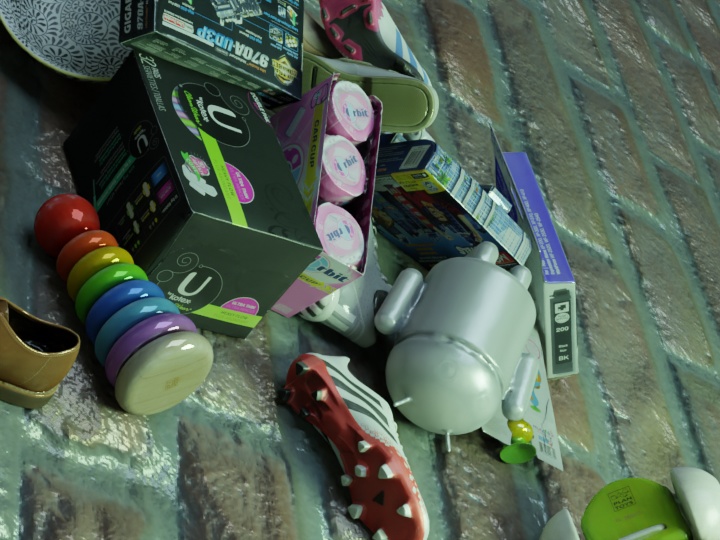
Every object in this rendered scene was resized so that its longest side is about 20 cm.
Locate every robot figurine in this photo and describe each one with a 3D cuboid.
[{"bbox_3d":[0.093,0.069,1.675,0.169,0.113,0.201,33,55,-6],"label":"robot figurine"}]

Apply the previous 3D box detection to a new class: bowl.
[{"bbox_3d":[-0.244,-0.247,1.681,0.198,0.094,0.203,4,68,-9],"label":"bowl"}]

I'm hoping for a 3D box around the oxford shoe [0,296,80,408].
[{"bbox_3d":[-0.293,0.039,1.298,0.199,0.071,0.072,16,40,-38],"label":"oxford shoe"}]

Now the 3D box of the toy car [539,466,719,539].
[{"bbox_3d":[0.267,0.288,1.627,0.150,0.173,0.201,65,4,-49],"label":"toy car"}]

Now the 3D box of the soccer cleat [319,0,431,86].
[{"bbox_3d":[0.018,-0.236,1.960,0.201,0.069,0.086,61,8,22],"label":"soccer cleat"}]

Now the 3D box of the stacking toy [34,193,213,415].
[{"bbox_3d":[-0.198,0.016,1.447,0.085,0.086,0.201,3,44,-50],"label":"stacking toy"}]

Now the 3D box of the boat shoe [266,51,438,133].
[{"bbox_3d":[-0.022,-0.171,1.764,0.198,0.076,0.068,14,8,8],"label":"boat shoe"}]

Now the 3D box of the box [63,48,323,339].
[{"bbox_3d":[-0.148,-0.065,1.567,0.148,0.124,0.201,15,38,-41],"label":"box"}]

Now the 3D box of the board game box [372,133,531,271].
[{"bbox_3d":[0.087,-0.054,1.828,0.200,0.199,0.062,42,68,-25],"label":"board game box"}]

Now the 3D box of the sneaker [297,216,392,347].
[{"bbox_3d":[0.000,0.000,1.739,0.115,0.075,0.201,37,39,-22],"label":"sneaker"}]

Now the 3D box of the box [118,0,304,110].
[{"bbox_3d":[-0.129,-0.251,1.630,0.199,0.046,0.161,19,65,-48],"label":"box"}]

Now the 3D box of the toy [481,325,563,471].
[{"bbox_3d":[0.134,0.106,1.785,0.115,0.047,0.201,28,36,-34],"label":"toy"}]

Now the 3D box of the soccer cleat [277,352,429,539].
[{"bbox_3d":[0.008,0.150,1.544,0.085,0.069,0.201,-6,51,-50],"label":"soccer cleat"}]

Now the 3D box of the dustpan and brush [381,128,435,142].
[{"bbox_3d":[0.047,-0.123,1.878,0.140,0.200,0.057,44,63,4],"label":"dustpan and brush"}]

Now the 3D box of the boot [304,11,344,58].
[{"bbox_3d":[-0.049,-0.243,2.004,0.146,0.070,0.201,10,44,-55],"label":"boot"}]

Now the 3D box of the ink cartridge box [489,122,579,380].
[{"bbox_3d":[0.182,-0.023,1.895,0.201,0.043,0.199,80,-4,-47],"label":"ink cartridge box"}]

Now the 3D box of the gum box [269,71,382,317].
[{"bbox_3d":[-0.045,-0.073,1.654,0.066,0.113,0.202,27,53,-30],"label":"gum box"}]
